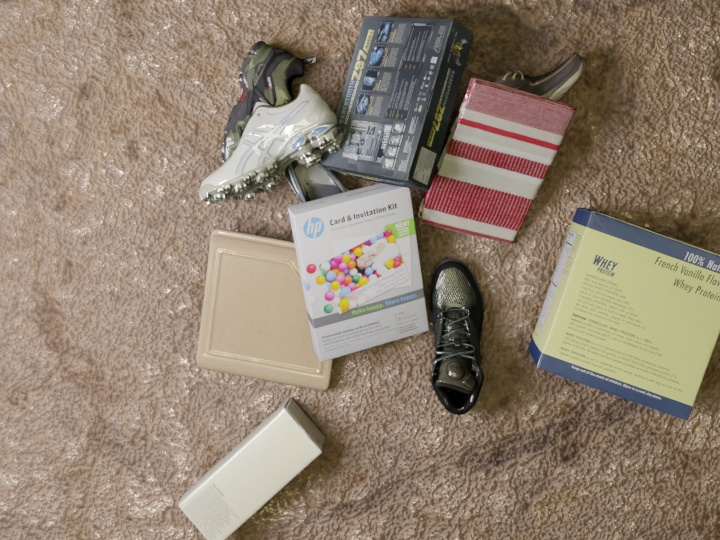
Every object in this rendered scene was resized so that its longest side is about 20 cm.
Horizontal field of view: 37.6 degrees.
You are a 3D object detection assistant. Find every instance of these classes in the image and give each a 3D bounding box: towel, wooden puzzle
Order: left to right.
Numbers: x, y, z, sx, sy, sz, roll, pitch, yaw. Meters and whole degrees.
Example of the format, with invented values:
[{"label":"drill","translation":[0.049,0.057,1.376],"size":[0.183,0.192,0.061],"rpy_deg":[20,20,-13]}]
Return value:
[{"label":"wooden puzzle","translation":[-0.117,0.052,1.397],"size":[0.182,0.037,0.203],"rpy_deg":[10,109,3]},{"label":"towel","translation":[0.167,-0.134,1.324],"size":[0.142,0.023,0.202],"rpy_deg":[12,120,-17]}]

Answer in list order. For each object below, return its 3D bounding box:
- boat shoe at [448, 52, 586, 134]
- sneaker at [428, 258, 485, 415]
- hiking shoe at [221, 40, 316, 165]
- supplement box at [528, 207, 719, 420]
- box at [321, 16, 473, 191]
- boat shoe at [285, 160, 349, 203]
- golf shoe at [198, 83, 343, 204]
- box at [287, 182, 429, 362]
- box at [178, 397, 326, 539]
[{"label":"boat shoe","translation":[0.195,-0.218,1.340],"size":[0.199,0.075,0.074],"rpy_deg":[-37,92,5]},{"label":"sneaker","translation":[0.125,0.088,1.355],"size":[0.075,0.114,0.203],"rpy_deg":[0,94,2]},{"label":"hiking shoe","translation":[-0.117,-0.188,1.362],"size":[0.099,0.076,0.204],"rpy_deg":[13,95,6]},{"label":"supplement box","translation":[0.338,0.048,1.325],"size":[0.197,0.134,0.203],"rpy_deg":[18,97,2]},{"label":"box","translation":[0.044,-0.210,1.307],"size":[0.156,0.051,0.203],"rpy_deg":[14,87,44]},{"label":"boat shoe","translation":[-0.030,-0.074,1.374],"size":[0.074,0.062,0.202],"rpy_deg":[-32,94,2]},{"label":"golf shoe","translation":[-0.122,-0.155,1.316],"size":[0.198,0.078,0.098],"rpy_deg":[-28,81,1]},{"label":"box","translation":[0.000,0.000,1.340],"size":[0.153,0.041,0.203],"rpy_deg":[-14,112,-13]},{"label":"box","translation":[-0.144,0.269,1.411],"size":[0.199,0.068,0.082],"rpy_deg":[-41,92,6]}]
